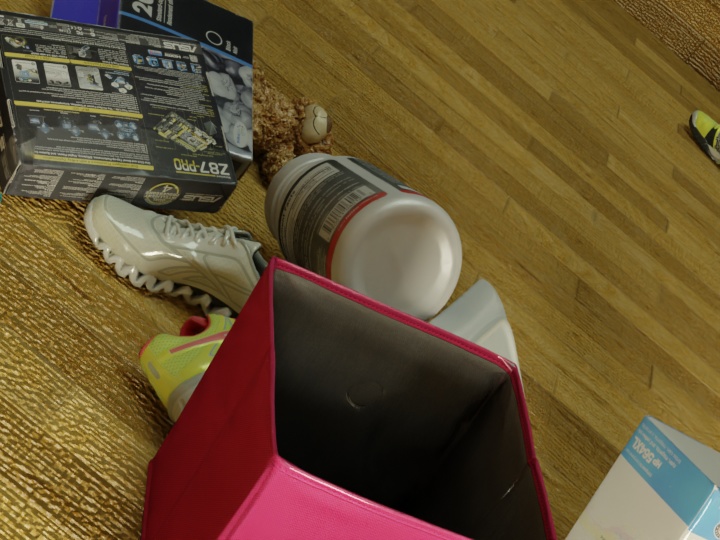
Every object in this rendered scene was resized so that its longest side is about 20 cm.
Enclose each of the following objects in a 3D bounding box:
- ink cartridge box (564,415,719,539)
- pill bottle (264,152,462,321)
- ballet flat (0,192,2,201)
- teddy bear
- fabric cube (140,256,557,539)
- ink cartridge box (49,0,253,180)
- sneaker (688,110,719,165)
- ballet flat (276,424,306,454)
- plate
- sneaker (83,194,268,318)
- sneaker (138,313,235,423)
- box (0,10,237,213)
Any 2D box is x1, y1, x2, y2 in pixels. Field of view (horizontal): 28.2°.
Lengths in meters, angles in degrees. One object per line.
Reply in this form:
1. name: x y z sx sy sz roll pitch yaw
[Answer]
1. ink cartridge box: 0.251 0.250 1.178 0.128 0.201 0.125 27 12 -25
2. pill bottle: -0.005 -0.032 1.217 0.115 0.117 0.200 25 6 -29
3. ballet flat: -0.308 -0.026 0.969 0.067 0.068 0.200 31 25 -4
4. teddy bear: -0.101 -0.155 1.440 0.199 0.067 0.146 27 32 -26
5. fabric cube: -0.018 0.153 0.914 0.195 0.200 0.201 24 30 -19
6. ink cartridge box: -0.194 -0.194 1.333 0.198 0.043 0.200 18 46 -24
7. sneaker: 0.672 -0.222 2.582 0.075 0.077 0.201 0 47 -51
8. ballet flat: -0.012 0.120 1.078 0.200 0.072 0.072 42 18 -45
9. plate: 0.102 0.125 1.201 0.200 0.032 0.202 -32 114 -63
10. sneaker: -0.131 -0.012 1.169 0.199 0.081 0.075 31 30 -17
11. sneaker: -0.094 0.064 1.110 0.090 0.079 0.199 41 22 20
12. box: -0.212 -0.133 1.203 0.198 0.049 0.163 3 54 -35
